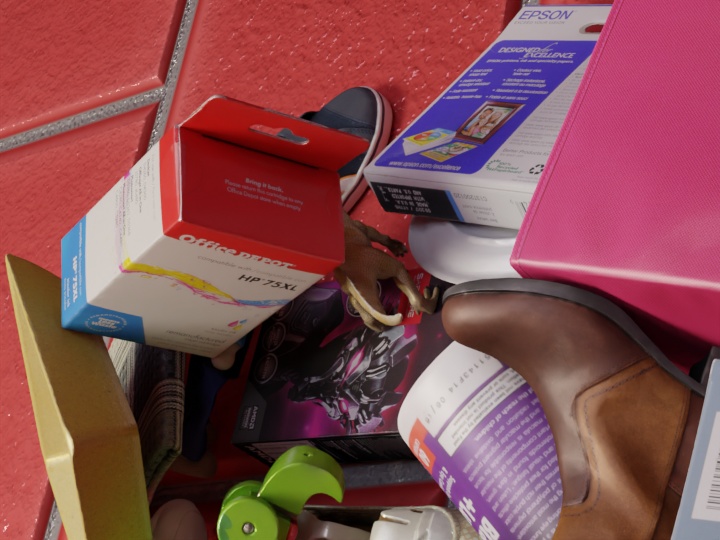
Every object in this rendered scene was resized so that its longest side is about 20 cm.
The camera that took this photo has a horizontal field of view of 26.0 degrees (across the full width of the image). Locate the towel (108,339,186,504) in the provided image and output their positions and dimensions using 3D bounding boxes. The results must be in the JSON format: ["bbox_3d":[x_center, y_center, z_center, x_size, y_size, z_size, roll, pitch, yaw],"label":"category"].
[{"bbox_3d":[-0.157,0.094,1.156,0.200,0.034,0.193,123,150,-50],"label":"towel"}]

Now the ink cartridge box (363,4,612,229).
[{"bbox_3d":[0.134,-0.103,1.008,0.198,0.043,0.200,9,48,45],"label":"ink cartridge box"}]

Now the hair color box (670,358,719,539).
[{"bbox_3d":[0.220,0.126,0.717,0.060,0.200,0.099,1,64,42],"label":"hair color box"}]

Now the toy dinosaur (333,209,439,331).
[{"bbox_3d":[0.000,0.000,1.005,0.058,0.101,0.200,-38,41,13],"label":"toy dinosaur"}]

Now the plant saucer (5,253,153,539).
[{"bbox_3d":[-0.180,0.116,1.029,0.048,0.201,0.200,-13,40,-16],"label":"plant saucer"}]

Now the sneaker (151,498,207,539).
[{"bbox_3d":[-0.102,0.246,1.047,0.099,0.075,0.201,-17,56,17],"label":"sneaker"}]

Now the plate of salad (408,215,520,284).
[{"bbox_3d":[0.127,-0.046,1.017,0.199,0.048,0.200,-20,31,13],"label":"plate of salad"}]

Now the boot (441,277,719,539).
[{"bbox_3d":[0.098,0.117,0.766,0.188,0.069,0.201,23,73,3],"label":"boot"}]

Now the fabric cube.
[{"bbox_3d":[0.235,-0.033,0.811,0.199,0.200,0.197,7,67,43],"label":"fabric cube"}]

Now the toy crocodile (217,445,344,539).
[{"bbox_3d":[-0.079,0.196,0.970,0.200,0.062,0.068,-60,3,0],"label":"toy crocodile"}]

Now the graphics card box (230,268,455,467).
[{"bbox_3d":[0.010,0.066,1.066,0.199,0.051,0.126,-8,58,40],"label":"graphics card box"}]

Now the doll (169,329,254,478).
[{"bbox_3d":[-0.098,0.042,1.111,0.137,0.048,0.201,-102,28,-61],"label":"doll"}]

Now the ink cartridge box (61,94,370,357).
[{"bbox_3d":[-0.090,-0.021,0.955,0.200,0.116,0.068,-36,50,46],"label":"ink cartridge box"}]

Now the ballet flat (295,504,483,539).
[{"bbox_3d":[0.009,0.178,0.982,0.199,0.062,0.068,-8,58,39],"label":"ballet flat"}]

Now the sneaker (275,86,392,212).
[{"bbox_3d":[-0.053,-0.067,1.193,0.078,0.079,0.200,23,79,49],"label":"sneaker"}]

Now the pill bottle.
[{"bbox_3d":[0.120,0.125,0.847,0.111,0.111,0.200,-45,65,10],"label":"pill bottle"}]
